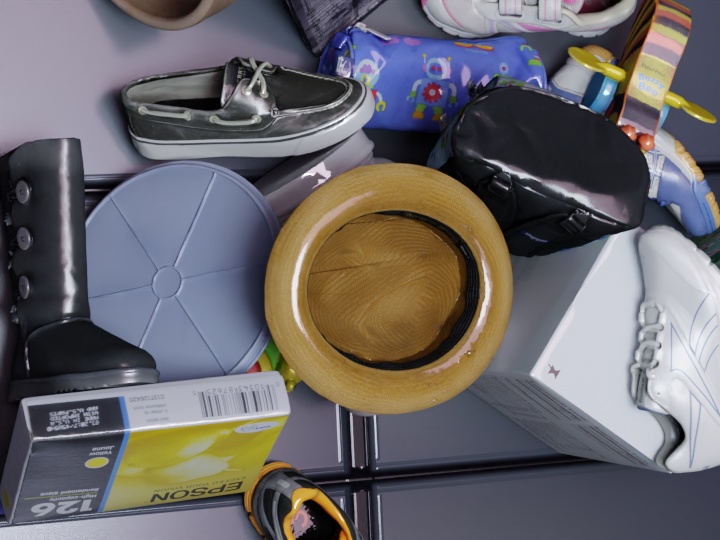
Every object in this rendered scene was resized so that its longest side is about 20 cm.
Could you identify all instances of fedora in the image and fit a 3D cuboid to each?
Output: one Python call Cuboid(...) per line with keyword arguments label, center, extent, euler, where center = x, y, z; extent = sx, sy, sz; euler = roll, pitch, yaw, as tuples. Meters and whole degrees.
Cuboid(label="fedora", center=(0.014, 0.012, 1.559), extent=(0.200, 0.082, 0.202), euler=(-1, 94, -22))

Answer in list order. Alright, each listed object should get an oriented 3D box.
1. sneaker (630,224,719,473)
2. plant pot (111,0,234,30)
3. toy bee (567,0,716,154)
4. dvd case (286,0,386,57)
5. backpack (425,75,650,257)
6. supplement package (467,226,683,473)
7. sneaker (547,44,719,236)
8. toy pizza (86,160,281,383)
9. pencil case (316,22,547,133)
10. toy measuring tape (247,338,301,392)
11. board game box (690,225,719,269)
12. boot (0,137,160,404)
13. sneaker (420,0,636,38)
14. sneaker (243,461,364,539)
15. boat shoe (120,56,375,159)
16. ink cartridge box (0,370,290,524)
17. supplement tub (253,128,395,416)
Cuboid(label="sneaker", center=(0.246, 0.064, 1.591), extent=(0.087, 0.074, 0.201), euler=(-19, 96, -15))
Cuboid(label="plant pot", center=(-0.119, -0.312, 1.624), extent=(0.174, 0.200, 0.201), euler=(-34, 101, -36))
Cuboid(label="toy bee", center=(0.233, -0.131, 1.714), extent=(0.130, 0.109, 0.201), euler=(2, 95, -9))
Cuboid(label="dvd case", center=(0.000, -0.259, 1.645), extent=(0.149, 0.200, 0.016), euler=(-39, 70, -4))
Cuboid(label="backpack", center=(0.128, -0.078, 1.637), extent=(0.163, 0.200, 0.154), euler=(22, 65, -6))
Cuboid(label="supplement package", center=(0.191, 0.059, 1.713), extent=(0.150, 0.200, 0.152), euler=(35, 78, -17))
Cuboid(label="sneaker", center=(0.230, -0.098, 1.809), extent=(0.088, 0.075, 0.200), euler=(-40, 98, -2))
Cuboid(label="toy pizza", center=(-0.143, 0.013, 1.616), extent=(0.032, 0.199, 0.201), euler=(32, 75, -63))
Cuboid(label="pencil case", center=(0.060, -0.159, 1.731), extent=(0.199, 0.078, 0.087), euler=(1, 110, -22))
Cuboid(label="toy measuring tape", center=(-0.141, 0.088, 1.662), extent=(0.199, 0.074, 0.074), euler=(1, 89, -12))
Cuboid(label="board game box", center=(0.344, -0.031, 1.808), extent=(0.200, 0.134, 0.029), euler=(-35, 101, -17))
Cuboid(label="boot", center=(-0.216, -0.004, 1.575), extent=(0.065, 0.164, 0.201), euler=(7, 79, -45))
Cuboid(label="sneaker", center=(0.149, -0.241, 1.760), extent=(0.199, 0.088, 0.082), euler=(-4, 91, -20))
Cuboid(label="sneaker", center=(-0.020, 0.246, 1.699), extent=(0.078, 0.077, 0.200), euler=(-43, 105, -17))
Cuboid(label="boat shoe", center=(-0.090, -0.131, 1.634), extent=(0.199, 0.071, 0.064), euler=(-7, 135, 7))
Cuboid(label="ink cartridge box", center=(-0.170, 0.147, 1.580), extent=(0.197, 0.200, 0.047), euler=(-7, 60, -20))
Cuboid(label="supplement tub", center=(0.000, 0.000, 1.672), extent=(0.145, 0.145, 0.200), euler=(-35, 101, -17))
